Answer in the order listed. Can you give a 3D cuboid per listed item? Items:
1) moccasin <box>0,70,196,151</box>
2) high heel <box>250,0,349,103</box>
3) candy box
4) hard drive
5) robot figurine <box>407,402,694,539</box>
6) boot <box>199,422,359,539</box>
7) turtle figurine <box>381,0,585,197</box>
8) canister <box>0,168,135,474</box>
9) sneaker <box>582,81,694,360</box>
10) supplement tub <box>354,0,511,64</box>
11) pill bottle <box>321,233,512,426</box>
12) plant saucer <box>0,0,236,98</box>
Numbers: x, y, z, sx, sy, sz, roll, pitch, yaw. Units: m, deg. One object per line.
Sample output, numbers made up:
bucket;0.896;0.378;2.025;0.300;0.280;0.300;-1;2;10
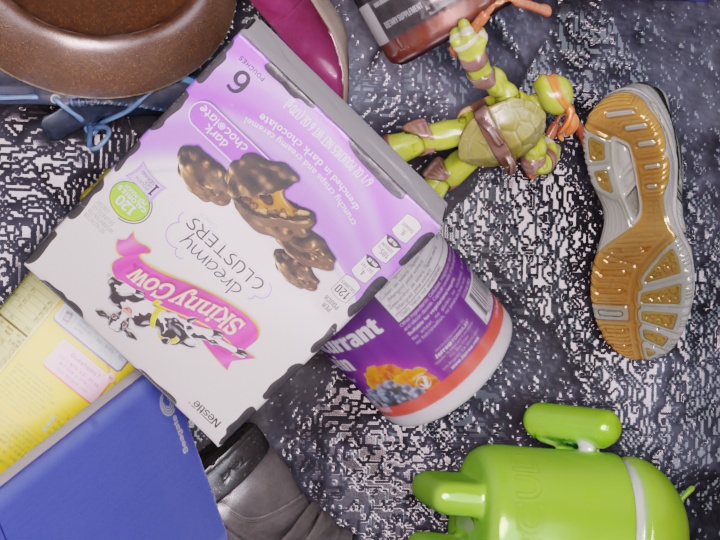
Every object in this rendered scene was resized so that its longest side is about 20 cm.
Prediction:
moccasin;-0.198;-0.118;1.292;0.200;0.080;0.068;11;91;2
high heel;-0.057;-0.162;1.303;0.096;0.067;0.200;-3;118;0
candy box;-0.075;-0.022;1.185;0.168;0.072;0.200;43;105;-7
hard drive;-0.159;0.158;1.172;0.200;0.025;0.132;-40;117;-53
robot figurine;0.135;0.180;1.332;0.200;0.116;0.176;5;89;-13
boot;-0.104;0.211;1.305;0.200;0.070;0.132;-39;102;-6
turtle figurine;0.087;-0.088;1.328;0.161;0.200;0.064;-28;51;8
canister;-0.174;0.055;1.281;0.148;0.087;0.200;40;82;-11
sneaker;0.205;-0.037;1.374;0.076;0.088;0.200;4;113;20
supplement tub;0.018;-0.248;1.320;0.107;0.107;0.200;-31;95;-11
pill bottle;0.000;0.000;1.287;0.111;0.111;0.200;-46;112;-10
plant saucer;-0.176;-0.203;1.265;0.200;0.035;0.201;7;60;-12
